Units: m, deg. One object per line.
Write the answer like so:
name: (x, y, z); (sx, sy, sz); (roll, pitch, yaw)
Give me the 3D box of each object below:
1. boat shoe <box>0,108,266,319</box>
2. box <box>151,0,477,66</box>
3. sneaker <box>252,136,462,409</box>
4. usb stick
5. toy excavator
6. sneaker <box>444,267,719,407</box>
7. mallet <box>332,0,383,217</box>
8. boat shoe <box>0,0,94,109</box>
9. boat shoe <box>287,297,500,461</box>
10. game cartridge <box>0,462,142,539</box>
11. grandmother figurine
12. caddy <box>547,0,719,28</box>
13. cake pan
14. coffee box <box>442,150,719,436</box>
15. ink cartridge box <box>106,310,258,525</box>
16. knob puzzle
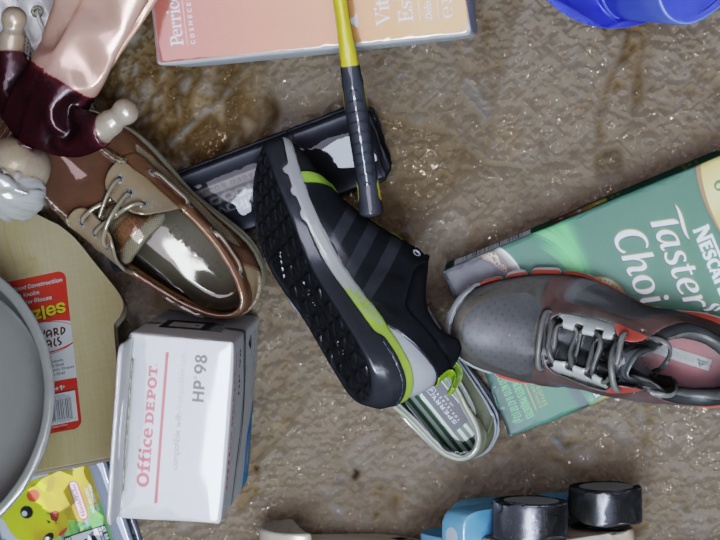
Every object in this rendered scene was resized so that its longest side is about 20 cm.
boat shoe: (-0.143, -0.038, 1.573); (0.200, 0.072, 0.076); (34, 103, -10)
box: (-0.032, -0.213, 1.570); (0.200, 0.106, 0.152); (-6, 94, 4)
sneaker: (0.000, 0.000, 1.568); (0.083, 0.072, 0.200); (-19, 69, -25)
usb stick: (-0.077, -0.053, 1.624); (0.200, 0.033, 0.055); (-21, 101, 5)
toy excavator: (0.059, 0.189, 1.606); (0.194, 0.200, 0.100); (-4, 94, -37)
sneaker: (0.152, 0.044, 1.544); (0.200, 0.082, 0.077); (7, 97, 3)
mallet: (-0.008, -0.130, 1.488); (0.041, 0.066, 0.200); (-8, 94, 3)
boat shoe: (-0.203, -0.155, 1.609); (0.069, 0.071, 0.200); (-13, 103, 5)
boat shoe: (0.019, 0.042, 1.608); (0.072, 0.062, 0.200); (-44, 89, 6)
game cartridge: (-0.222, 0.163, 1.651); (0.133, 0.040, 0.200); (-19, 93, 9)
grandmother figurine: (-0.180, -0.116, 1.516); (0.121, 0.061, 0.200); (41, 106, 39)
caddy: (0.183, -0.247, 1.556); (0.141, 0.105, 0.200); (21, 96, -22)
cake pan: (-0.286, 0.086, 1.578); (0.200, 0.037, 0.200); (-2, 78, 11)
coffee box: (0.166, 0.014, 1.604); (0.200, 0.044, 0.123); (-21, 93, 6)
ink cartridge box: (-0.109, 0.092, 1.553); (0.067, 0.200, 0.116); (5, 95, 3)
knob puzzle: (-0.246, 0.045, 1.624); (0.219, 0.030, 0.220); (-4, 72, 12)
